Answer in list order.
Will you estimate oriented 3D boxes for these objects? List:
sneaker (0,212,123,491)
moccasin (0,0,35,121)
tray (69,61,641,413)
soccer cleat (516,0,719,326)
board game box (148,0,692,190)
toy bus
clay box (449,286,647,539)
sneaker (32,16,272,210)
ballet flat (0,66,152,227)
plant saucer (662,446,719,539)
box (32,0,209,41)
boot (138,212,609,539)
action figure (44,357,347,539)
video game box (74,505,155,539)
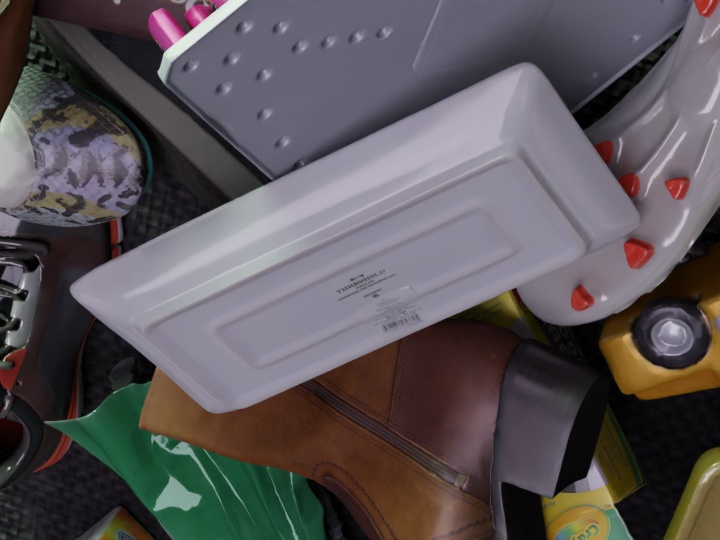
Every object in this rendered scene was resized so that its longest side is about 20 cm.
[{"bbox_3d":[-0.162,0.021,0.883,0.076,0.082,0.201,11,115,12],"label":"sneaker"},{"bbox_3d":[-0.141,-0.106,0.630,0.073,0.078,0.202,30,120,2],"label":"moccasin"},{"bbox_3d":[0.000,0.000,0.712,0.199,0.022,0.107,-25,139,18],"label":"tray"},{"bbox_3d":[0.133,-0.057,0.749,0.069,0.077,0.201,45,119,23],"label":"soccer cleat"},{"bbox_3d":[0.042,-0.101,0.684,0.200,0.200,0.026,-38,63,6],"label":"board game box"},{"bbox_3d":[0.199,0.009,0.747,0.199,0.065,0.079,-23,108,25],"label":"toy bus"},{"bbox_3d":[0.040,0.054,0.823,0.115,0.048,0.201,-29,85,27],"label":"clay box"},{"bbox_3d":[-0.064,-0.103,0.812,0.106,0.075,0.200,-43,72,-11],"label":"sneaker"},{"bbox_3d":[-0.181,-0.061,0.820,0.199,0.072,0.073,23,122,32],"label":"ballet flat"},{"bbox_3d":[0.195,0.149,0.815,0.199,0.049,0.201,4,123,-21],"label":"plant saucer"},{"bbox_3d":[-0.083,-0.211,0.701,0.165,0.164,0.201,13,118,11],"label":"box"},{"bbox_3d":[-0.015,0.094,0.791,0.199,0.068,0.190,19,105,24],"label":"boot"},{"bbox_3d":[-0.049,0.123,0.914,0.118,0.055,0.201,-21,114,23],"label":"action figure"},{"bbox_3d":[-0.092,0.238,0.909,0.047,0.182,0.200,-39,99,25],"label":"video game box"}]
